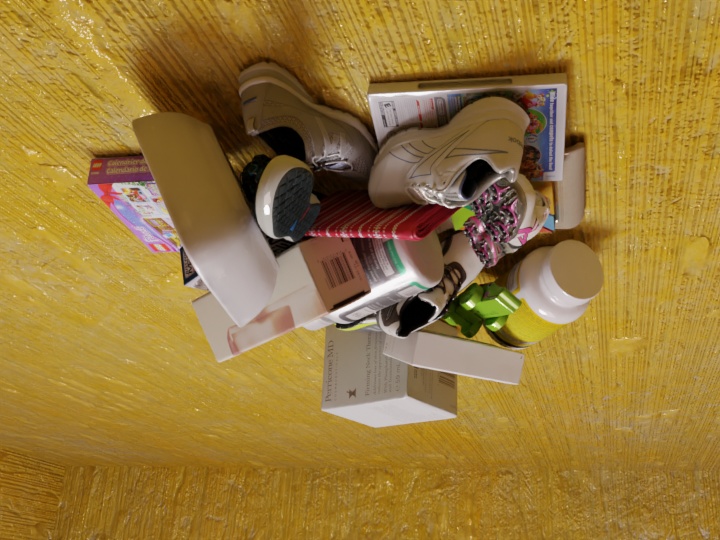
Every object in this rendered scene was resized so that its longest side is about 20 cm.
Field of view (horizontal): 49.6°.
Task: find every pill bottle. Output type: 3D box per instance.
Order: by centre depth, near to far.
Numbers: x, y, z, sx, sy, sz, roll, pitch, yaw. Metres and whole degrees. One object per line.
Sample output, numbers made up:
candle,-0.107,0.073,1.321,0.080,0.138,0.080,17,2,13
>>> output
pill bottle,0.000,0.000,1.011,0.197,0.115,0.112,-24,146,29
pill bottle,0.260,0.034,1.124,0.110,0.115,0.200,10,157,-14

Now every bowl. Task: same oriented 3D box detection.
bowl,-0.152,-0.059,0.824,0.073,0.202,0.200,-25,154,-3

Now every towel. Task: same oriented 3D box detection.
towel,0.014,-0.064,0.892,0.197,0.023,0.144,2,-157,35

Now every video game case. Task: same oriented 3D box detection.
video game case,0.114,-0.143,0.820,0.195,0.018,0.144,0,146,13

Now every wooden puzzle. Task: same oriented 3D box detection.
wooden puzzle,0.173,-0.089,0.948,0.195,0.038,0.185,-3,155,15

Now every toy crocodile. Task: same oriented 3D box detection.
toy crocodile,0.168,0.050,1.137,0.067,0.062,0.200,35,159,-10

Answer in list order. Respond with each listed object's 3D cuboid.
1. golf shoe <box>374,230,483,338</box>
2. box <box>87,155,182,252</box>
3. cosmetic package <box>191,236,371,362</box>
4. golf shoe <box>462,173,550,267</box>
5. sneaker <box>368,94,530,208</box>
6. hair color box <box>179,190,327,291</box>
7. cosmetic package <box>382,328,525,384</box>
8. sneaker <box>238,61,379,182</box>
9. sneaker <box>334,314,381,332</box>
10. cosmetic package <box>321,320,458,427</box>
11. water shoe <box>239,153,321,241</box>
golf shoe,0.109,0.023,1.044,0.078,0.199,0.095,49,180,-24
box,-0.248,-0.083,1.021,0.133,0.040,0.201,-2,157,9
cosmetic package,-0.098,0.032,0.950,0.198,0.089,0.103,-24,180,37
golf shoe,0.168,-0.070,0.857,0.091,0.073,0.200,-30,169,-5
sneaker,0.080,-0.103,0.793,0.074,0.089,0.198,30,143,-34
hair color box,-0.137,-0.038,1.016,0.198,0.062,0.099,-31,150,34
cosmetic package,0.136,0.121,1.126,0.197,0.052,0.082,14,177,-30
sneaker,-0.056,-0.132,0.824,0.074,0.084,0.198,-17,149,40
sneaker,0.047,0.065,1.301,0.197,0.076,0.080,-5,166,34
cosmetic package,0.055,0.180,1.421,0.197,0.171,0.165,-16,151,37
water shoe,-0.091,-0.076,0.770,0.078,0.072,0.200,35,174,6
